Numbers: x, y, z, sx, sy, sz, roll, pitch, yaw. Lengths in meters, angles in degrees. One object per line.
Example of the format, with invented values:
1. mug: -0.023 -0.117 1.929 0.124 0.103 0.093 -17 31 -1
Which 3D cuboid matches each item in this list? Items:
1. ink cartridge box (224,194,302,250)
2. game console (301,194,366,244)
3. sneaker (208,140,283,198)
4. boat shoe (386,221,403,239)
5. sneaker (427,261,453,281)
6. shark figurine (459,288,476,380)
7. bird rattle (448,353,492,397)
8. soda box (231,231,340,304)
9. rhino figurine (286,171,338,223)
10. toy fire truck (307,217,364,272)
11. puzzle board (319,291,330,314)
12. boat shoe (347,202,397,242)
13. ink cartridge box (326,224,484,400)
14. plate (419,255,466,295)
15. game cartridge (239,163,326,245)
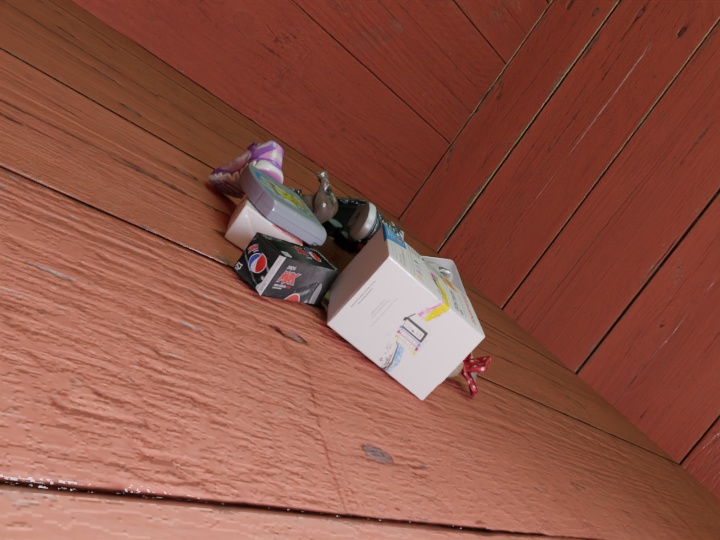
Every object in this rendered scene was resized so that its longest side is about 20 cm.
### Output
1. ink cartridge box: -0.166 -0.075 1.212 0.116 0.068 0.200 35 11 -14
2. game console: -0.087 -0.104 1.560 0.196 0.119 0.176 3 -10 -18
3. sneaker: -0.215 -0.201 1.347 0.198 0.090 0.080 -7 -28 41
4. boat shoe: 0.064 -0.071 1.513 0.066 0.073 0.200 3 10 -17
5. sneaker: 0.115 0.038 1.383 0.079 0.078 0.200 19 37 23
6. shark figurine: 0.216 0.132 1.507 0.090 0.128 0.215 45 3 -40
7. bird rattle: 0.145 0.155 1.299 0.162 0.113 0.201 3 46 -54
8. soda box: -0.106 0.001 1.044 0.063 0.071 0.199 39 8 21
9. rhino figurine: -0.119 -0.117 1.346 0.059 0.198 0.089 -6 79 -50
10. toy fire truck: 0.000 0.000 1.392 0.198 0.130 0.176 9 27 -51
11. puzzle board: 0.007 0.098 1.185 0.199 0.018 0.151 28 14 -45
12. boat shoe: 0.031 -0.080 1.335 0.090 0.071 0.200 33 7 -9
13. ink cartridge box: 0.067 0.063 1.084 0.199 0.145 0.148 39 16 -15
14. plate: 0.132 0.043 1.483 0.196 0.033 0.202 6 41 -18
15. game cartridge: -0.142 -0.119 1.197 0.132 0.041 0.200 26 14 -33
